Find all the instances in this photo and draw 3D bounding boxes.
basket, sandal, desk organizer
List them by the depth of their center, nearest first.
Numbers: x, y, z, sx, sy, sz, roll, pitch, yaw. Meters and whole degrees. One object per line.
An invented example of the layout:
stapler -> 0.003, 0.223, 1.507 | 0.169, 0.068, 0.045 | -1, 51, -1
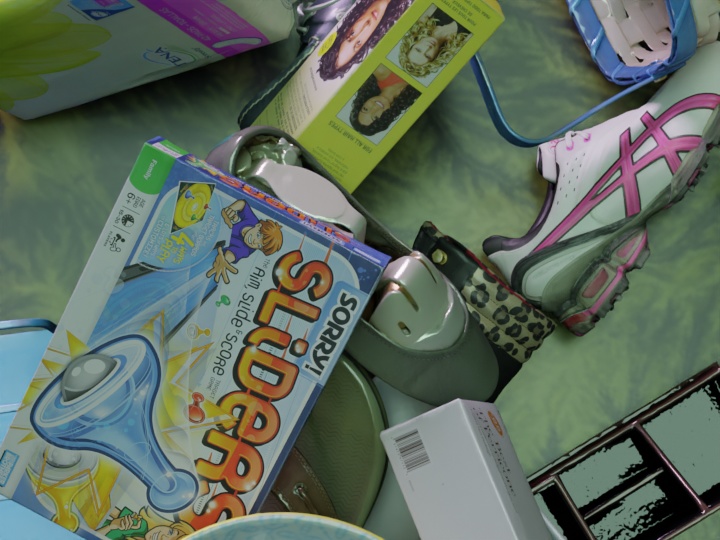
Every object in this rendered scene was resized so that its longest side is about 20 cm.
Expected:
sandal -> -0.039, 0.136, 0.922 | 0.080, 0.057, 0.201 | 14, 89, 18
desk organizer -> 0.151, 0.131, 0.998 | 0.200, 0.077, 0.072 | -31, 84, -5
basket -> 0.135, -0.187, 1.001 | 0.200, 0.139, 0.176 | -27, 92, -9

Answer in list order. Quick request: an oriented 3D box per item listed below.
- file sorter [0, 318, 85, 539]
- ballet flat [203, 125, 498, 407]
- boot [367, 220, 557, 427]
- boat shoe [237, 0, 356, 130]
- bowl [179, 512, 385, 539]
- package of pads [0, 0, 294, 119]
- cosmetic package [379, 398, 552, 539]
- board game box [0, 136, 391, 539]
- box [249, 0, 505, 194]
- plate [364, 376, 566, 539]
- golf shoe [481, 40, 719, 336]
file sorter -> -0.221, 0.132, 0.969 | 0.139, 0.123, 0.200 | -8, 82, -3
ballet flat -> 0.000, 0.000, 0.900 | 0.200, 0.064, 0.067 | 39, 60, -6
boot -> 0.001, 0.035, 0.997 | 0.200, 0.073, 0.151 | 38, 96, 0
boat shoe -> -0.004, -0.149, 1.037 | 0.200, 0.075, 0.062 | -42, 86, -8
bowl -> -0.041, 0.225, 0.843 | 0.200, 0.108, 0.200 | 2, 74, -7
package of pads -> -0.152, -0.155, 0.972 | 0.200, 0.154, 0.068 | -15, 74, 19
cosmetic package -> 0.078, 0.165, 0.870 | 0.051, 0.083, 0.200 | -25, 78, 11
board game box -> -0.089, 0.052, 0.873 | 0.135, 0.034, 0.200 | 27, 102, 2
box -> -0.008, -0.091, 0.954 | 0.050, 0.075, 0.200 | 33, 109, -23
plate -> 0.019, 0.182, 0.946 | 0.200, 0.032, 0.200 | -42, 73, 10
golf shoe -> 0.155, -0.064, 1.029 | 0.092, 0.073, 0.200 | 35, 82, 4
